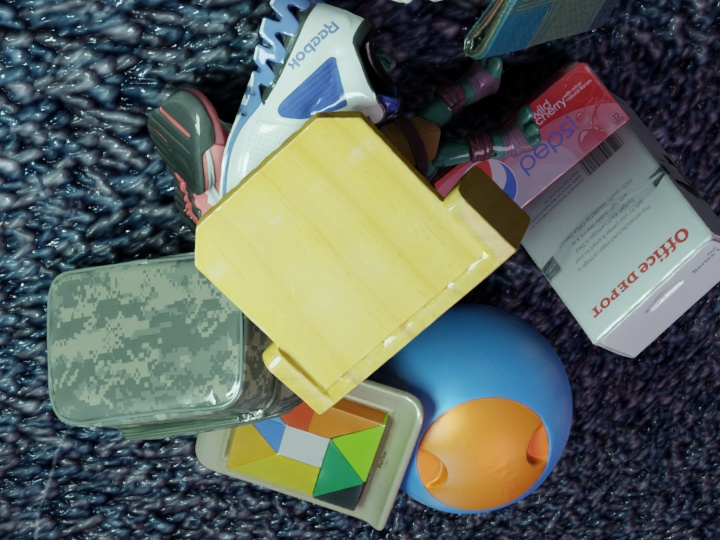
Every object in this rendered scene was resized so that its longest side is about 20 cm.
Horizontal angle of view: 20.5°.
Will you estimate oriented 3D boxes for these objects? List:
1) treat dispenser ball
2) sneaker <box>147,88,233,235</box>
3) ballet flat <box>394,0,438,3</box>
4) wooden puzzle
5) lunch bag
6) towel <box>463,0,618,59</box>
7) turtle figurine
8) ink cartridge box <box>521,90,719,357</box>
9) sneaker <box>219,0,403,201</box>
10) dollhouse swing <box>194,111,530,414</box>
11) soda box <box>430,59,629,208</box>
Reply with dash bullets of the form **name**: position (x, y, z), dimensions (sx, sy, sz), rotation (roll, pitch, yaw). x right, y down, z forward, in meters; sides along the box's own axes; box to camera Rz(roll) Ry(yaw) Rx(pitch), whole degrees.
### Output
- **treat dispenser ball**: position (0.103, 0.132, 1.914), dimensions (0.200, 0.201, 0.201), rotation (-21, 145, -16)
- **sneaker**: position (-0.110, -0.092, 1.593), dimensions (0.087, 0.074, 0.200), rotation (-36, 153, -16)
- **ballet flat**: position (0.052, -0.239, 1.517), dimensions (0.199, 0.069, 0.072), rotation (-5, 119, -39)
- **wooden puzzle**: position (-0.053, 0.155, 1.851), dimensions (0.199, 0.037, 0.186), rotation (21, 135, 4)
- **lunch bag**: position (-0.137, 0.065, 1.650), dimensions (0.199, 0.140, 0.168), rotation (-9, 170, 23)
- **towel**: position (0.172, -0.241, 1.611), dimensions (0.200, 0.022, 0.147), rotation (-22, 150, -50)
- **turtle figurine**: position (0.041, -0.107, 1.643), dimensions (0.199, 0.150, 0.101), rotation (-24, 179, -21)
- **ink cartridge box**: position (0.227, -0.043, 1.787), dimensions (0.146, 0.200, 0.084), rotation (-43, 147, 17)
- **sneaker**: position (-0.031, -0.111, 1.507), dimensions (0.081, 0.115, 0.200), rotation (-29, 135, -73)
- **dollhouse swing**: position (-0.006, -0.026, 1.532), dimensions (0.200, 0.176, 0.182), rotation (-41, -177, 16)
- **soda box**: position (0.133, -0.094, 1.728), dimensions (0.200, 0.070, 0.063), rotation (-40, -174, 0)
